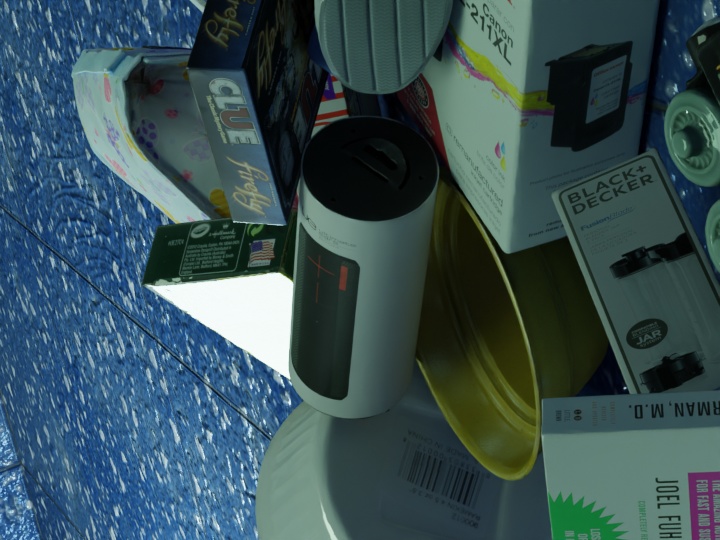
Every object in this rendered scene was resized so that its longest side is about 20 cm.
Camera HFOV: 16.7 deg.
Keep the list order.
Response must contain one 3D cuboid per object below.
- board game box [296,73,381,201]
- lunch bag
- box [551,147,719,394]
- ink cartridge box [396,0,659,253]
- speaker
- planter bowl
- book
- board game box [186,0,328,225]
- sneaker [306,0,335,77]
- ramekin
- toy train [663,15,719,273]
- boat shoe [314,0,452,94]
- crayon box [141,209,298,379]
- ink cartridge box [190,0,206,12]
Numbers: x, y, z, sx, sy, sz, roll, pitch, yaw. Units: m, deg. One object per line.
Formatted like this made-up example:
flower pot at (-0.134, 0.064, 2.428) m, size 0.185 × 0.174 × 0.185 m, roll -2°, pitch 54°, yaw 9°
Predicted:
board game box at (-0.015, -0.093, 1.600) m, size 0.200 × 0.046 × 0.152 m, roll -82°, pitch -19°, yaw -70°
lunch bag at (-0.112, -0.097, 1.792) m, size 0.200 × 0.127 × 0.170 m, roll 38°, pitch 171°, yaw -16°
box at (0.161, 0.046, 1.196) m, size 0.200 × 0.060 × 0.117 m, roll -106°, pitch -11°, yaw -51°
ink cartridge box at (0.087, -0.134, 1.325) m, size 0.200 × 0.083 × 0.146 m, roll 91°, pitch 154°, yaw -48°
speaker at (0.000, 0.000, 1.453) m, size 0.081 × 0.081 × 0.200 m, roll 59°, pitch 159°, yaw 31°
planter bowl at (0.093, 0.017, 1.460) m, size 0.200 × 0.083 × 0.201 m, roll 55°, pitch 156°, yaw 39°
book at (0.185, 0.106, 1.084) m, size 0.048 × 0.200 × 0.134 m, roll -84°, pitch -12°, yaw -50°
board game box at (-0.047, -0.145, 1.392) m, size 0.136 × 0.035 × 0.200 m, roll 76°, pitch -157°, yaw -53°
sneaker at (0.003, -0.210, 1.370) m, size 0.078 × 0.070 × 0.200 m, roll 26°, pitch 100°, yaw 19°
ramekin at (0.041, 0.145, 1.575) m, size 0.201 × 0.200 × 0.098 m, roll 66°, pitch 154°, yaw 14°
toy train at (0.209, -0.031, 1.087) m, size 0.114 × 0.085 × 0.200 m, roll -38°, pitch 72°, yaw 61°
boat shoe at (0.015, -0.181, 1.272) m, size 0.062 × 0.072 × 0.200 m, roll -90°, pitch 5°, yaw -46°
crayon box at (-0.040, 0.025, 1.712) m, size 0.127 × 0.200 × 0.051 m, roll -5°, pitch 61°, yaw 37°
ink cartridge box at (-0.103, -0.212, 1.784) m, size 0.200 × 0.043 × 0.198 m, roll 45°, pitch 176°, yaw -17°
